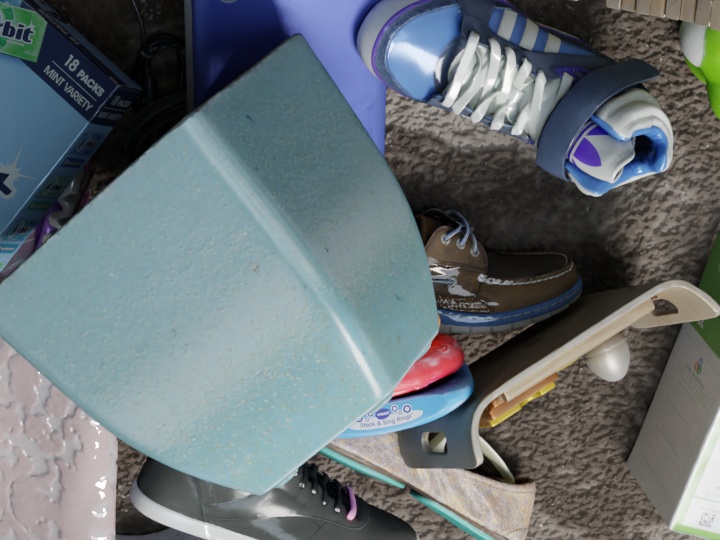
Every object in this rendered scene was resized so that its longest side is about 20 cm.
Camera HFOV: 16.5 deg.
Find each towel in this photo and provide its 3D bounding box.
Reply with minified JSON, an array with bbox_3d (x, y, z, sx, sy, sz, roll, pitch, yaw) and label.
[{"bbox_3d":[-0.244,0.101,1.605,0.190,0.032,0.201,13,117,16],"label":"towel"}]

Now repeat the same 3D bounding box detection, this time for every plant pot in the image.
[{"bbox_3d":[-0.068,0.013,1.478,0.196,0.196,0.200,-39,94,26],"label":"plant pot"}]

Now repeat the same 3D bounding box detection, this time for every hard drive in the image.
[{"bbox_3d":[-0.046,-0.118,1.586,0.132,0.025,0.200,-14,131,-19],"label":"hard drive"}]

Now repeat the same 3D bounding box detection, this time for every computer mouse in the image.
[{"bbox_3d":[-0.147,-0.174,1.579,0.058,0.034,0.201,-19,115,-4],"label":"computer mouse"}]

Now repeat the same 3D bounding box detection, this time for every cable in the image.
[{"bbox_3d":[-0.074,-0.138,1.607,0.097,0.050,0.200,28,108,-35],"label":"cable"}]

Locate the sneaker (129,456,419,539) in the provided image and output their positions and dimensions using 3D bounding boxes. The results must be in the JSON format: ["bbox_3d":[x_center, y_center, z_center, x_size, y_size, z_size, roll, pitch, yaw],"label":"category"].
[{"bbox_3d":[-0.043,0.135,1.636,0.199,0.071,0.099,16,113,-13],"label":"sneaker"}]

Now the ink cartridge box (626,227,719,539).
[{"bbox_3d":[0.258,0.077,1.726,0.059,0.104,0.201,14,108,-17],"label":"ink cartridge box"}]

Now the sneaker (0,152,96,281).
[{"bbox_3d":[-0.226,-0.025,1.606,0.088,0.081,0.201,16,106,0],"label":"sneaker"}]

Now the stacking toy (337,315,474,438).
[{"bbox_3d":[0.000,0.000,1.595,0.116,0.110,0.201,-11,98,2],"label":"stacking toy"}]

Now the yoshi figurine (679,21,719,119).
[{"bbox_3d":[0.229,-0.196,1.628,0.112,0.112,0.201,-25,106,-47],"label":"yoshi figurine"}]

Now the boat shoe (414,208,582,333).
[{"bbox_3d":[0.052,0.000,1.670,0.199,0.072,0.073,-6,112,-9],"label":"boat shoe"}]

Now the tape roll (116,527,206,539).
[{"bbox_3d":[-0.149,0.136,1.690,0.199,0.066,0.201,-4,113,-9],"label":"tape roll"}]

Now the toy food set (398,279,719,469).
[{"bbox_3d":[0.130,0.073,1.650,0.200,0.143,0.061,-32,96,-17],"label":"toy food set"}]

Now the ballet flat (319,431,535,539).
[{"bbox_3d":[0.041,0.128,1.734,0.200,0.068,0.067,30,84,-26],"label":"ballet flat"}]

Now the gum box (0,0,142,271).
[{"bbox_3d":[-0.261,-0.090,1.538,0.170,0.045,0.200,42,101,13],"label":"gum box"}]

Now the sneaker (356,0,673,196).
[{"bbox_3d":[0.110,-0.109,1.569,0.200,0.146,0.081,11,114,-37],"label":"sneaker"}]

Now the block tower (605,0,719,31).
[{"bbox_3d":[0.158,-0.198,1.563,0.199,0.054,0.058,16,115,26],"label":"block tower"}]
